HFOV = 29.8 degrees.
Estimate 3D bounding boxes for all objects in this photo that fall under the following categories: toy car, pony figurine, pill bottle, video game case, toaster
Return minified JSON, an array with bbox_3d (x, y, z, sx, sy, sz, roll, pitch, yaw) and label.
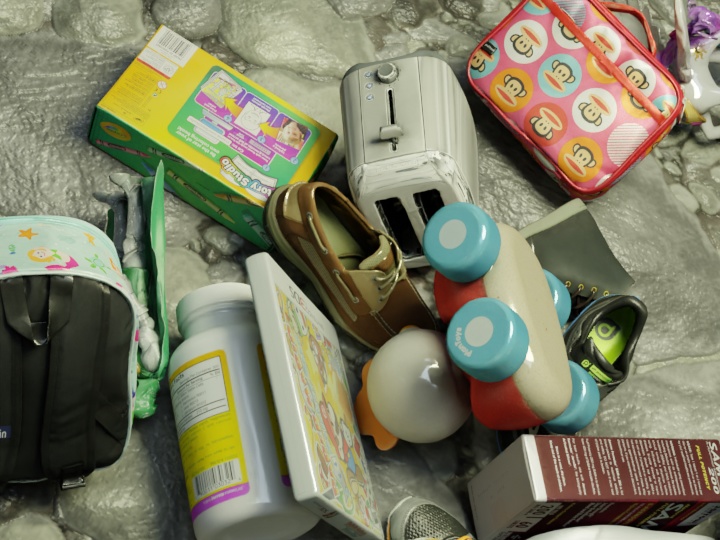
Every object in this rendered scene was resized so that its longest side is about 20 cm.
[{"bbox_3d":[0.069,0.071,1.145,0.184,0.198,0.179,35,36,-52],"label":"toy car"},{"bbox_3d":[0.348,-0.223,1.434,0.197,0.166,0.196,-7,87,-12],"label":"pony figurine"},{"bbox_3d":[-0.098,0.115,1.091,0.103,0.104,0.202,-2,62,-22],"label":"pill bottle"},{"bbox_3d":[-0.035,0.108,1.087,0.023,0.182,0.202,-18,64,10],"label":"video game case"},{"bbox_3d":[0.049,-0.092,1.232,0.112,0.201,0.130,-9,56,12],"label":"toaster"}]

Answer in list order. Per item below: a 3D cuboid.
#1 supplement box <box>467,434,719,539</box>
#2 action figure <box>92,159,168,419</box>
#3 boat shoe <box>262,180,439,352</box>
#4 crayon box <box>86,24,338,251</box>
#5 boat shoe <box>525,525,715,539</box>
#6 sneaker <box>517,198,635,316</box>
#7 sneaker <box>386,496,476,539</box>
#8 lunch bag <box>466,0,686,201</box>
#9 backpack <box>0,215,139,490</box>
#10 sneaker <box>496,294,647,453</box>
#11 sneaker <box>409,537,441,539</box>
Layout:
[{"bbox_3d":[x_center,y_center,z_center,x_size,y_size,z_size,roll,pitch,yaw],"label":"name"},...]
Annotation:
[{"bbox_3d":[0.204,0.189,1.153,0.198,0.109,0.062,3,59,-23],"label":"supplement box"},{"bbox_3d":[-0.188,0.023,1.120,0.054,0.118,0.202,0,71,-29],"label":"action figure"},{"bbox_3d":[0.000,0.000,1.183,0.200,0.074,0.076,44,55,-21],"label":"boat shoe"},{"bbox_3d":[-0.134,-0.122,1.242,0.199,0.058,0.119,32,56,-1],"label":"crayon box"},{"bbox_3d":[0.225,0.262,1.150,0.198,0.070,0.067,9,56,-25],"label":"boat shoe"},{"bbox_3d":[0.177,0.014,1.273,0.199,0.075,0.107,-32,77,-33],"label":"sneaker"},{"bbox_3d":[0.097,0.264,1.097,0.078,0.077,0.201,-31,74,-30],"label":"sneaker"},{"bbox_3d":[0.223,-0.190,1.358,0.176,0.082,0.200,-44,80,4],"label":"lunch bag"},{"bbox_3d":[-0.255,0.052,1.013,0.175,0.201,0.151,-4,43,-21],"label":"backpack"},{"bbox_3d":[0.190,0.096,1.212,0.071,0.083,0.200,39,75,2],"label":"sneaker"},{"bbox_3d":[0.051,0.311,1.061,0.075,0.088,0.203,1,83,-38],"label":"sneaker"}]
